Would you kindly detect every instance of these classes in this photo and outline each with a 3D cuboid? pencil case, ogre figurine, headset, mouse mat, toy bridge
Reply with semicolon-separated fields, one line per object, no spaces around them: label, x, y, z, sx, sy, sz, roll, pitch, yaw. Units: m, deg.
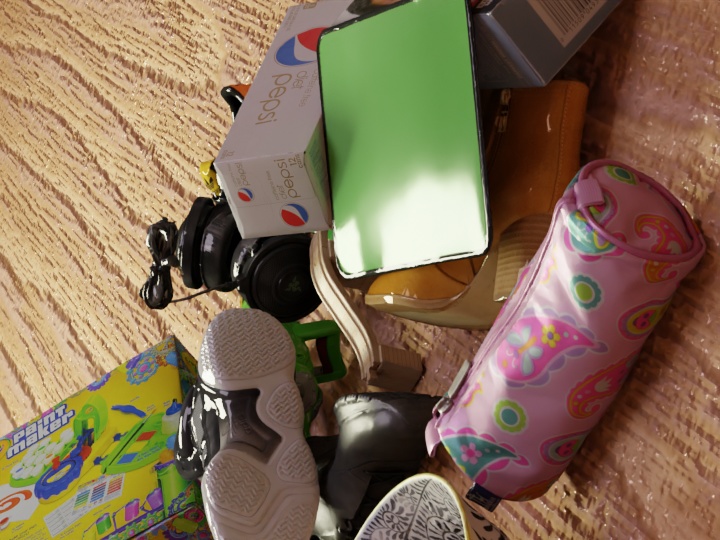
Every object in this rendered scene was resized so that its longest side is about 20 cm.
pencil case;0.109;0.037;1.392;0.088;0.087;0.200;-100;31;-48
ogre figurine;-0.061;0.086;1.814;0.200;0.097;0.120;-77;-6;-56
headset;-0.080;-0.020;1.780;0.123;0.200;0.095;21;121;33
mouse mat;0.024;-0.081;1.539;0.200;0.007;0.162;-10;84;64
toy bridge;0.000;0.000;1.734;0.201;0.067;0.027;-96;28;-44

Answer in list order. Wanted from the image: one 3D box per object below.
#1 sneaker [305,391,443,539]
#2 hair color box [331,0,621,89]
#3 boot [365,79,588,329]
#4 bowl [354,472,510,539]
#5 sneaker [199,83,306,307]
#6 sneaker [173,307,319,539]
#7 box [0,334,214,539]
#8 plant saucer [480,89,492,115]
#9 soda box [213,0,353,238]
sneaker;0.009;0.135;1.637;0.200;0.075;0.091;127;143;-63
hair color box;0.074;-0.165;1.557;0.099;0.061;0.200;-48;22;-18
boot;0.076;-0.043;1.558;0.201;0.070;0.145;-11;67;59
bowl;0.052;0.220;1.402;0.201;0.094;0.202;-52;29;44
sneaker;-0.087;-0.048;1.966;0.070;0.090;0.201;156;125;-65
sneaker;-0.077;0.134;1.678;0.114;0.075;0.201;115;154;-54
box;-0.179;0.189;1.882;0.199;0.122;0.193;-30;37;14
plant saucer;0.061;-0.090;1.673;0.200;0.037;0.201;-166;90;-71
soda box;-0.033;-0.106;1.704;0.200;0.068;0.064;-69;-34;-51
